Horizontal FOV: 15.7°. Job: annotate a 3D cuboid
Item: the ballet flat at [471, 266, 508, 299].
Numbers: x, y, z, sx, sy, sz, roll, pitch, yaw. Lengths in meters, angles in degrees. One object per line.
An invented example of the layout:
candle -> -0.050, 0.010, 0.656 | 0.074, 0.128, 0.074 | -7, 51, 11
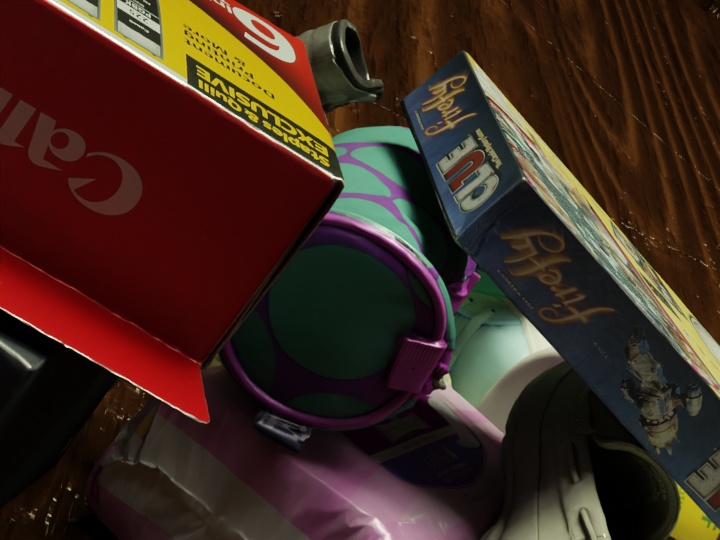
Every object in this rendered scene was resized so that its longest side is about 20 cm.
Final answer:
ballet flat -> 0.041, -0.022, 1.188 | 0.200, 0.067, 0.067 | 4, 63, -51

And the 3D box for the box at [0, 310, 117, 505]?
box -> -0.174, -0.005, 0.876 | 0.182, 0.104, 0.200 | 38, 17, 2

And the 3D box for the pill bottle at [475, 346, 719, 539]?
pill bottle -> 0.146, 0.109, 1.191 | 0.200, 0.113, 0.113 | 21, 22, -43

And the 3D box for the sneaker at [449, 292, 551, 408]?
sneaker -> 0.019, 0.019, 1.266 | 0.082, 0.074, 0.200 | 23, 10, -37

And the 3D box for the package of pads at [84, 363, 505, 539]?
package of pads -> -0.010, 0.087, 1.004 | 0.120, 0.076, 0.200 | 41, 17, 13

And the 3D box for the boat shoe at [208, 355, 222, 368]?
boat shoe -> -0.100, -0.020, 1.132 | 0.200, 0.066, 0.074 | 35, 16, -5

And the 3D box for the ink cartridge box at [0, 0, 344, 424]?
ink cartridge box -> -0.110, -0.062, 0.828 | 0.200, 0.084, 0.176 | 31, 17, -20

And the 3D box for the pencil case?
pencil case -> 0.000, 0.000, 0.985 | 0.092, 0.085, 0.200 | 38, 15, -3

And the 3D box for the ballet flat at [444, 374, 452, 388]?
ballet flat -> -0.010, 0.018, 1.213 | 0.200, 0.070, 0.069 | 43, 18, 21

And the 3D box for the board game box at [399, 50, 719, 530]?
board game box -> 0.098, 0.018, 0.989 | 0.200, 0.035, 0.136 | 47, 10, -22

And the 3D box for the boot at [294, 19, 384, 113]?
boot -> -0.064, -0.089, 1.242 | 0.200, 0.131, 0.070 | -45, 119, -76

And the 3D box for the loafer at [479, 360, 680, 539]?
loafer -> 0.089, 0.090, 0.986 | 0.200, 0.070, 0.070 | -68, 137, -60

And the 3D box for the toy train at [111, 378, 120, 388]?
toy train -> -0.130, -0.055, 1.004 | 0.200, 0.150, 0.056 | 49, 46, -9

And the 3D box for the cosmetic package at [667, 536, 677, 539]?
cosmetic package -> 0.120, 0.187, 0.968 | 0.103, 0.087, 0.200 | 33, 18, -5
